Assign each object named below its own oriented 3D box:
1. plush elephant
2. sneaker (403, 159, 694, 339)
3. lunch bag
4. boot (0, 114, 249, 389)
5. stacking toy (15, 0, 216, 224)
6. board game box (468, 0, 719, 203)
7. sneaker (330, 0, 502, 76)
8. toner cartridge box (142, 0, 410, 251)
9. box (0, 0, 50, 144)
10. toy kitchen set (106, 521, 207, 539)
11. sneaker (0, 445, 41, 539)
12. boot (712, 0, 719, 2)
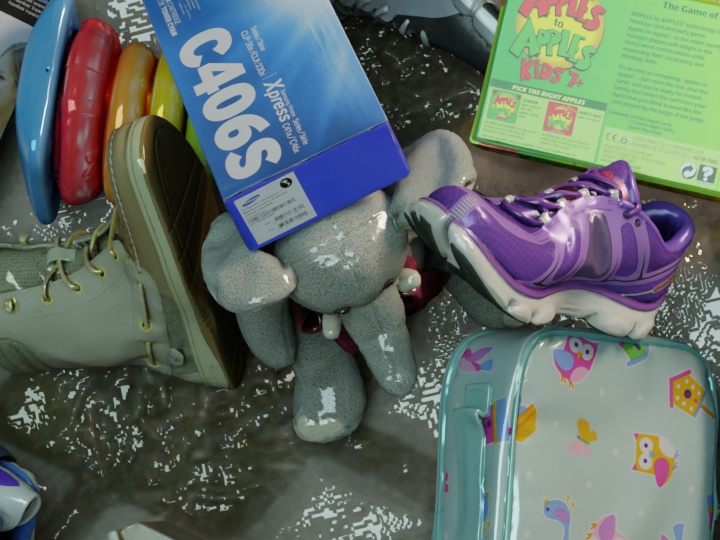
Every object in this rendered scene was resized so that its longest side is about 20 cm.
[{"bbox_3d":[0.000,0.000,1.414,0.164,0.155,0.200,-24,105,7],"label":"plush elephant"},{"bbox_3d":[0.098,-0.024,1.332,0.081,0.200,0.084,43,110,32],"label":"sneaker"},{"bbox_3d":[0.109,0.124,1.405,0.077,0.160,0.201,-4,81,56],"label":"lunch bag"},{"bbox_3d":[-0.154,-0.007,1.467,0.154,0.200,0.072,1,51,15],"label":"boot"},{"bbox_3d":[-0.092,-0.082,1.506,0.199,0.110,0.117,6,69,1],"label":"stacking toy"},{"bbox_3d":[0.167,-0.093,1.394,0.199,0.048,0.102,13,90,11],"label":"board game box"},{"bbox_3d":[0.008,-0.147,1.501,0.115,0.075,0.200,-45,67,10],"label":"sneaker"},{"bbox_3d":[-0.050,-0.106,1.401,0.095,0.043,0.200,-25,45,0],"label":"toner cartridge box"},{"bbox_3d":[-0.265,-0.098,1.539,0.116,0.060,0.201,27,91,36],"label":"box"},{"bbox_3d":[-0.017,0.183,1.405,0.180,0.200,0.164,-23,81,10],"label":"toy kitchen set"},{"bbox_3d":[-0.240,0.092,1.485,0.146,0.081,0.201,6,118,31],"label":"sneaker"},{"bbox_3d":[0.277,-0.194,1.429,0.154,0.072,0.201,22,99,14],"label":"boot"}]
